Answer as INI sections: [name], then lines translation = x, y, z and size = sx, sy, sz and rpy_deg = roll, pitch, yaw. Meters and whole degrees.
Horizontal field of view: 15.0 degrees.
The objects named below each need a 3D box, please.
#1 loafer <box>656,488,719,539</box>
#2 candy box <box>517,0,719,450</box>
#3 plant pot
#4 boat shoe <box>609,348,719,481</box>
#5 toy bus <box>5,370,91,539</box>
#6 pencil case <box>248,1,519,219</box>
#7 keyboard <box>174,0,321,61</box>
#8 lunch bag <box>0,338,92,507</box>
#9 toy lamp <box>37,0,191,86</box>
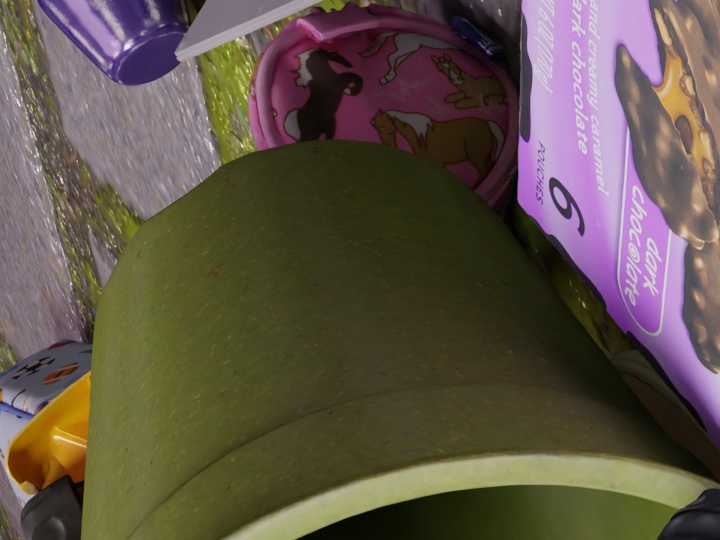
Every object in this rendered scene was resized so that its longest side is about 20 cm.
[loafer]
translation = 0.077, 0.141, 0.576
size = 0.073, 0.072, 0.201
rpy_deg = 20, 137, 44
[candy box]
translation = 0.110, -0.018, 0.521
size = 0.200, 0.071, 0.168
rpy_deg = 53, 159, 35
[plant pot]
translation = 0.005, 0.068, 0.681
size = 0.190, 0.199, 0.201
rpy_deg = -108, 6, -54
[boat shoe]
translation = 0.101, 0.120, 0.735
size = 0.202, 0.063, 0.073
rpy_deg = 66, 162, 1
[toy bus]
translation = -0.030, 0.136, 1.053
size = 0.201, 0.135, 0.192
rpy_deg = 57, 173, 19
[pencil case]
translation = 0.000, 0.000, 0.850
size = 0.082, 0.087, 0.200
rpy_deg = 24, 150, 9
[keyboard]
translation = -0.017, -0.098, 0.828
size = 0.011, 0.057, 0.200
rpy_deg = 28, 170, -15
[lunch bag]
translation = -0.121, 0.121, 1.367
size = 0.161, 0.075, 0.200
rpy_deg = 69, 163, -14
[toy lamp]
translation = -0.122, -0.159, 1.047
size = 0.201, 0.058, 0.058
rpy_deg = 62, 162, 23
